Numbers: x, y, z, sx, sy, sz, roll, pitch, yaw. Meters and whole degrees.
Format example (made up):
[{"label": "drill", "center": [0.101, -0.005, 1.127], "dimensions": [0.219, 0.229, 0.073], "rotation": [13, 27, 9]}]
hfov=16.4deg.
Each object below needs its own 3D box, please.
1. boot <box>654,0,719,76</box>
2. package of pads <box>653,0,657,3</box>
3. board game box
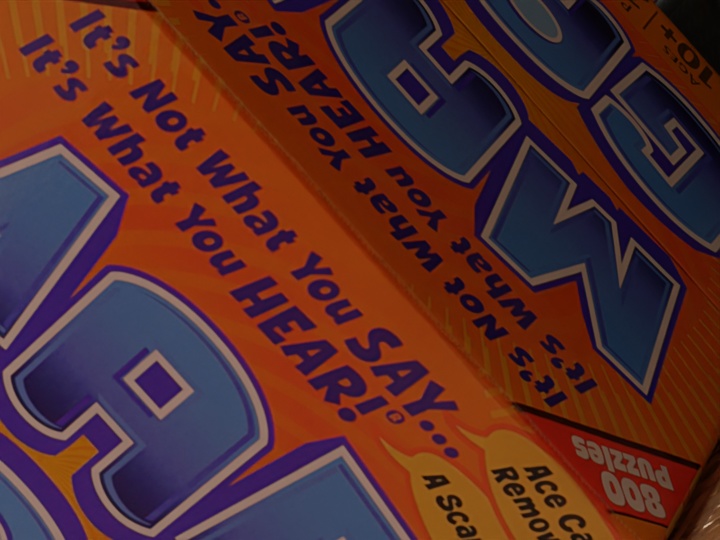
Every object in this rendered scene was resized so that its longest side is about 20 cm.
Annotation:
[{"label": "boot", "center": [0.173, -0.101, 0.729], "dimensions": [0.203, 0.074, 0.154], "rotation": [-36, 3, 23]}, {"label": "package of pads", "center": [0.073, -0.110, 0.847], "dimensions": [0.121, 0.200, 0.076], "rotation": [-45, 8, 0]}, {"label": "board game box", "center": [-0.035, 0.002, 0.634], "dimensions": [0.200, 0.200, 0.200], "rotation": [-40, 4, 32]}]
